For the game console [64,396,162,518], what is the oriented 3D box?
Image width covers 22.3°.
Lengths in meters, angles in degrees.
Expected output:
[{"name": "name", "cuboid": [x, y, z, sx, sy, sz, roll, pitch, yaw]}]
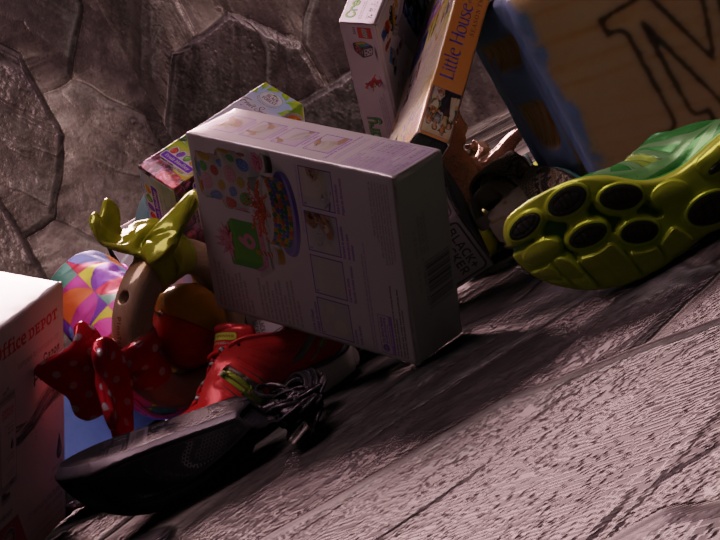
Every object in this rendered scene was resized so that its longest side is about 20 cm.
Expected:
[{"name": "game console", "cuboid": [-0.198, 0.112, 1.527, 0.200, 0.172, 0.119, -34, -19, -47]}]

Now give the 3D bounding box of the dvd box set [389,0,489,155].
[{"name": "dvd box set", "cuboid": [0.061, -0.156, 1.405, 0.146, 0.029, 0.202, 122, 165, -64]}]

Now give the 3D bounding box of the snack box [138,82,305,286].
[{"name": "snack box", "cuboid": [-0.103, -0.037, 1.535, 0.053, 0.201, 0.142, 31, 55, 34]}]

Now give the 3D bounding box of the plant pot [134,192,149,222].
[{"name": "plant pot", "cuboid": [-0.130, -0.029, 1.669, 0.199, 0.202, 0.134, -32, 46, -31]}]

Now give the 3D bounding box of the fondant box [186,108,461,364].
[{"name": "fondant box", "cuboid": [-0.027, -0.028, 1.312, 0.199, 0.146, 0.058, 14, 34, 37]}]

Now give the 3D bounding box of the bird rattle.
[{"name": "bird rattle", "cuboid": [-0.146, 0.040, 1.388, 0.112, 0.202, 0.162, -9, -25, 39]}]

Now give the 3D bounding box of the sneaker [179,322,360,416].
[{"name": "sneaker", "cuboid": [-0.096, 0.084, 1.372, 0.199, 0.085, 0.077, -32, 5, -26]}]

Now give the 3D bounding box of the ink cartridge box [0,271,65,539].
[{"name": "ink cartridge box", "cuboid": [-0.284, 0.117, 1.363, 0.082, 0.202, 0.147, 7, 19, 13]}]

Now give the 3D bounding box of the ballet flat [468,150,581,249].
[{"name": "ballet flat", "cuboid": [0.127, -0.049, 1.438, 0.075, 0.068, 0.200, -24, 15, -6]}]

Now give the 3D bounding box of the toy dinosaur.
[{"name": "toy dinosaur", "cuboid": [0.062, -0.073, 1.607, 0.198, 0.086, 0.136, -9, 46, 2]}]

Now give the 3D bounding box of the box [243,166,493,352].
[{"name": "box", "cuboid": [0.000, 0.000, 1.470, 0.199, 0.060, 0.117, -34, 32, 9]}]

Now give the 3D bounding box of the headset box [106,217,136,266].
[{"name": "headset box", "cuboid": [-0.137, 0.005, 1.815, 0.199, 0.174, 0.093, -31, -37, -12]}]

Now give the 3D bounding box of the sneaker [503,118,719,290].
[{"name": "sneaker", "cuboid": [0.185, -0.043, 1.147, 0.198, 0.075, 0.084, -20, 7, -3]}]

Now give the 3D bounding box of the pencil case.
[{"name": "pencil case", "cuboid": [-0.194, 0.052, 1.536, 0.088, 0.089, 0.200, -31, 35, -19]}]

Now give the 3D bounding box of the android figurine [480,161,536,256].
[{"name": "android figurine", "cuboid": [0.120, -0.043, 1.638, 0.181, 0.041, 0.200, -26, 9, 42]}]

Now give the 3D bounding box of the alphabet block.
[{"name": "alphabet block", "cuboid": [0.221, -0.166, 1.421, 0.199, 0.198, 0.195, -29, 7, -4]}]

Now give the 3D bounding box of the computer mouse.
[{"name": "computer mouse", "cuboid": [-0.111, 0.128, 1.263, 0.198, 0.053, 0.139, -19, 7, 1]}]

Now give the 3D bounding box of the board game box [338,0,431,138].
[{"name": "board game box", "cuboid": [0.033, -0.174, 1.511, 0.034, 0.201, 0.127, 7, 52, 19]}]
